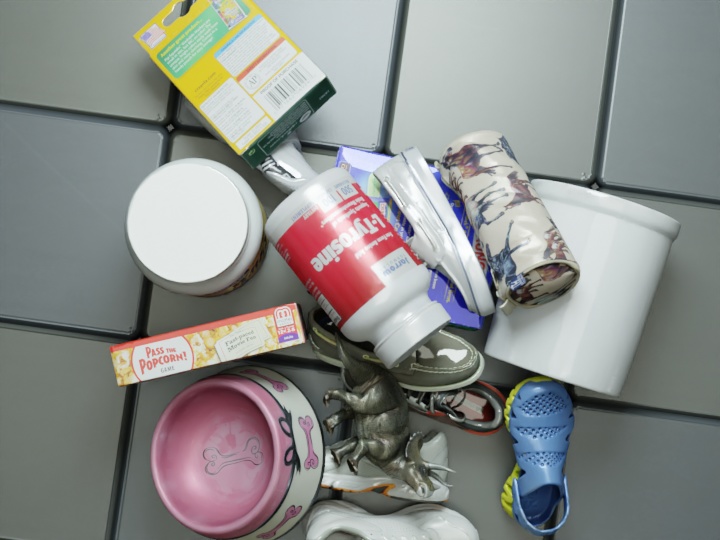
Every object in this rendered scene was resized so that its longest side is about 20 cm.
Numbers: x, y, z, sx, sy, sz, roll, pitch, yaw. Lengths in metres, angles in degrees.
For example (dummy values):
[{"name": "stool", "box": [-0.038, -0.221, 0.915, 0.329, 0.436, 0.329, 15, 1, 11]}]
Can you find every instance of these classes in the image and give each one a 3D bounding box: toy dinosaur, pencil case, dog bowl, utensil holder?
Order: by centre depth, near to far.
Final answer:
[{"name": "pencil case", "box": [0.148, -0.055, 1.279, 0.089, 0.078, 0.200, -27, 58, 4]}, {"name": "toy dinosaur", "box": [0.015, 0.158, 1.328, 0.102, 0.077, 0.200, -20, 87, -20]}, {"name": "dog bowl", "box": [-0.142, 0.202, 1.337, 0.200, 0.074, 0.200, -4, 82, 26]}, {"name": "utensil holder", "box": [0.238, 0.020, 1.346, 0.170, 0.170, 0.200, 18, 91, 0]}]

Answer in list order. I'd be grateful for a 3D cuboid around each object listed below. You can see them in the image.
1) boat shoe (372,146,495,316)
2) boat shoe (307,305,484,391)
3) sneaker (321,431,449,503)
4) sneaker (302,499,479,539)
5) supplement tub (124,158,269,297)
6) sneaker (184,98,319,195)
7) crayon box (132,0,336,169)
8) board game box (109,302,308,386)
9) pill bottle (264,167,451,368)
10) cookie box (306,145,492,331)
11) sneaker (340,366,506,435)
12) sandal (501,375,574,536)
[{"name": "boat shoe", "box": [0.079, -0.033, 1.321, 0.065, 0.074, 0.200, -28, 79, 3]}, {"name": "boat shoe", "box": [0.036, 0.081, 1.350, 0.202, 0.060, 0.072, 11, 57, 18]}, {"name": "sneaker", "box": [0.005, 0.207, 1.387, 0.200, 0.076, 0.092, 9, 80, -8]}, {"name": "sneaker", "box": [0.033, 0.309, 1.359, 0.200, 0.099, 0.078, 0, 102, 2]}, {"name": "supplement tub", "box": [-0.174, -0.044, 1.323, 0.144, 0.200, 0.144, 0, 88, -1]}, {"name": "sneaker", "box": [-0.094, -0.169, 1.380, 0.200, 0.075, 0.115, 39, 88, 15]}, {"name": "crayon box", "box": [-0.138, -0.225, 1.342, 0.126, 0.052, 0.200, -42, 70, 0]}, {"name": "board game box", "box": [-0.159, 0.080, 1.343, 0.200, 0.152, 0.046, -13, 88, -2]}, {"name": "pill bottle", "box": [0.000, 0.000, 1.285, 0.112, 0.112, 0.200, -39, 82, -2]}, {"name": "cookie box", "box": [0.055, -0.034, 1.388, 0.200, 0.075, 0.171, 13, 87, 0]}, {"name": "sneaker", "box": [0.076, 0.130, 1.378, 0.200, 0.082, 0.077, 16, 88, 0]}, {"name": "sandal", "box": [0.200, 0.209, 1.340, 0.079, 0.087, 0.200, -6, 115, -5]}]
